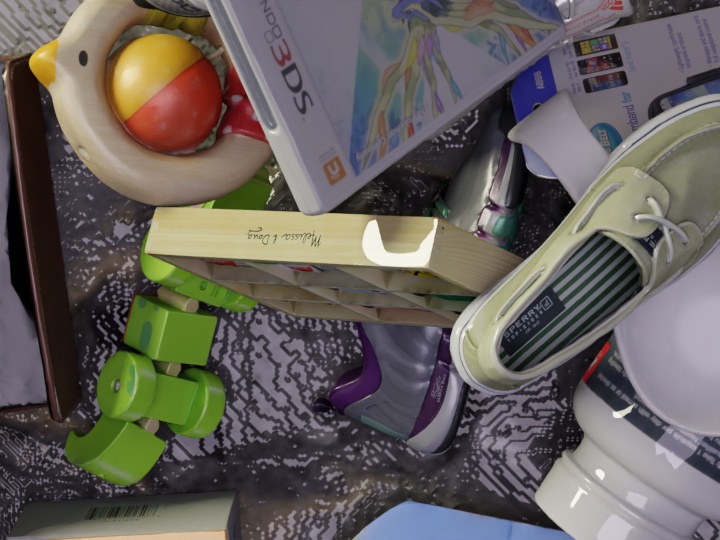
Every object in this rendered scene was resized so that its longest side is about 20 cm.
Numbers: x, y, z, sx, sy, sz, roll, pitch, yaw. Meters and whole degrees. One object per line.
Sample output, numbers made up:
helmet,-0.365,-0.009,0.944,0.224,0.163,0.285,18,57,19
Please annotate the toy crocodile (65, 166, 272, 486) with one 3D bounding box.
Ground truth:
toy crocodile,-0.105,0.028,1.538,0.067,0.062,0.200,16,97,-41

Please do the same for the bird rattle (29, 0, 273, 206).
bird rattle,-0.088,-0.102,1.488,0.163,0.113,0.200,-39,105,-23

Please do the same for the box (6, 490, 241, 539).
box,-0.125,0.232,1.544,0.124,0.097,0.200,-4,98,1

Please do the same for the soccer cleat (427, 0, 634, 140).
soccer cleat,0.099,-0.144,1.484,0.085,0.069,0.200,35,82,24

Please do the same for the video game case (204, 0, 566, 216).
video game case,0.005,-0.153,1.368,0.200,0.022,0.182,-38,112,-36

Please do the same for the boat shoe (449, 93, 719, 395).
boat shoe,0.130,-0.009,1.344,0.200,0.062,0.072,-44,103,-10

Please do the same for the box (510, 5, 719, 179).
box,0.185,-0.087,1.487,0.200,0.119,0.041,-13,136,4

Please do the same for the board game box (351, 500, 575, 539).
board game box,0.066,0.216,1.570,0.200,0.039,0.158,11,93,-6

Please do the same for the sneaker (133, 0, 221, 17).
sneaker,-0.050,-0.177,1.408,0.087,0.200,0.074,-3,110,39

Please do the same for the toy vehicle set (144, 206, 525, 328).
toy vehicle set,0.000,0.000,1.439,0.200,0.124,0.027,3,75,42

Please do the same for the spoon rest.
spoon rest,0.151,-0.003,1.409,0.099,0.061,0.200,-39,91,4

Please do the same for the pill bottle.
pill bottle,0.186,0.067,1.504,0.120,0.120,0.200,34,96,-3

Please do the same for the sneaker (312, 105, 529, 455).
sneaker,0.034,0.000,1.524,0.087,0.074,0.200,16,98,4

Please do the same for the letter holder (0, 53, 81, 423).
letter holder,-0.221,-0.009,1.490,0.101,0.142,0.200,-7,97,2
